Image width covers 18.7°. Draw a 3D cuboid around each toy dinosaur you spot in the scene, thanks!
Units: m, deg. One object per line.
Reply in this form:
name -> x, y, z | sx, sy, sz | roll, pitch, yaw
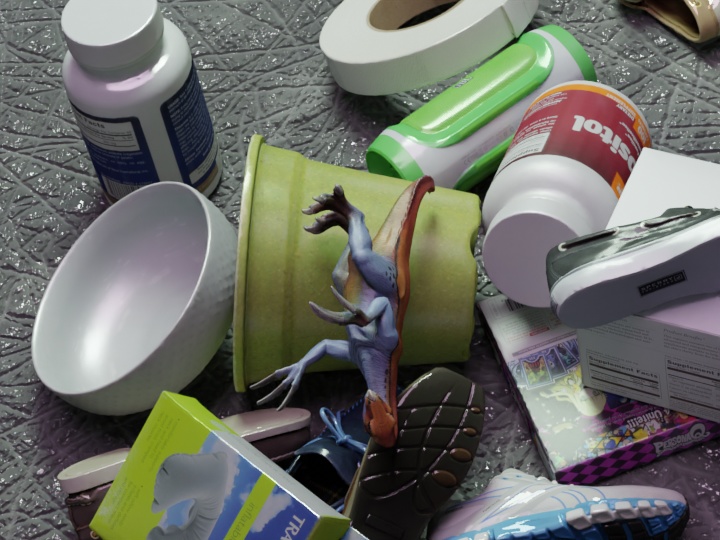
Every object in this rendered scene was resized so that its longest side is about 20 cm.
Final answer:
toy dinosaur -> 0.015, 0.030, 1.559 | 0.199, 0.105, 0.182 | -22, 76, -19

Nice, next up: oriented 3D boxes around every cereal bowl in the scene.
cereal bowl -> -0.167, 0.033, 1.753 | 0.199, 0.083, 0.201 | -29, 40, 27

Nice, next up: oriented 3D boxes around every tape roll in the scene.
tape roll -> 0.061, -0.224, 1.930 | 0.201, 0.037, 0.203 | -20, 28, 11

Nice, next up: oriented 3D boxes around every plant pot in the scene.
plant pot -> 0.000, 0.000, 1.712 | 0.183, 0.201, 0.201 | 3, 49, 1

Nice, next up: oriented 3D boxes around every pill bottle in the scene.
pill bottle -> -0.189, -0.146, 1.856 | 0.110, 0.201, 0.112 | -6, 48, 7
pill bottle -> 0.160, -0.058, 1.724 | 0.112, 0.114, 0.200 | 4, 33, 16

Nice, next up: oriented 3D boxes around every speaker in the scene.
speaker -> 0.103, -0.125, 1.848 | 0.199, 0.089, 0.088 | -35, 51, -17

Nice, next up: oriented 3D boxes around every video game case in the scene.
video game case -> 0.211, 0.064, 1.691 | 0.199, 0.036, 0.182 | -20, 48, -4

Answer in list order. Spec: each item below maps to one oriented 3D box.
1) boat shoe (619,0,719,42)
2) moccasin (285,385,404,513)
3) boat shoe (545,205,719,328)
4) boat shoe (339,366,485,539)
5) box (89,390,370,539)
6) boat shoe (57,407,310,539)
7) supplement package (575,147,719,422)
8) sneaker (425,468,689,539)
boat shoe -> 0.253, -0.266, 1.942 | 0.069, 0.074, 0.200 | -35, 51, -25
moccasin -> -0.017, 0.159, 1.641 | 0.080, 0.068, 0.200 | 19, 56, 26
boat shoe -> 0.225, -0.017, 1.544 | 0.198, 0.069, 0.057 | -17, 51, 3
boat shoe -> 0.022, 0.163, 1.590 | 0.075, 0.074, 0.201 | 30, 83, -5
box -> -0.095, 0.189, 1.568 | 0.200, 0.048, 0.123 | 34, 99, 35
boat shoe -> -0.129, 0.156, 1.677 | 0.198, 0.060, 0.072 | -16, 8, -5
supplement package -> 0.278, 0.019, 1.618 | 0.199, 0.111, 0.156 | 15, 56, 22
sneaker -> 0.138, 0.175, 1.593 | 0.198, 0.075, 0.087 | -9, 43, 5
